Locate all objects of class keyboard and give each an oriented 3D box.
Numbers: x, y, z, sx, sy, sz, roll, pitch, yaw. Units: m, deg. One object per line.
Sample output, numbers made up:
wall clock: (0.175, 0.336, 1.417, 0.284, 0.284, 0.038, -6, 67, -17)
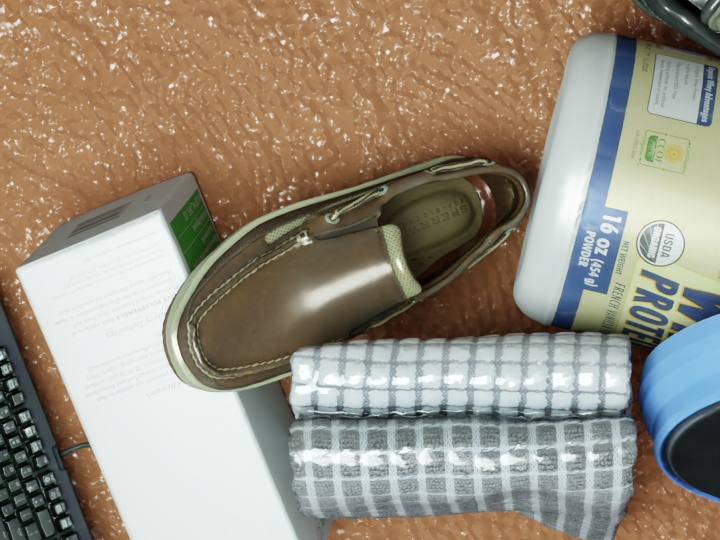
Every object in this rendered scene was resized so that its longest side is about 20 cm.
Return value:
keyboard: (-0.164, 0.099, 1.339, 0.127, 0.021, 0.201, -24, 97, -32)

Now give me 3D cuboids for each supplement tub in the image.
supplement tub: (0.183, -0.025, 1.250, 0.199, 0.144, 0.145, 13, 103, 2)

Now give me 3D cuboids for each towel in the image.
towel: (0.052, 0.085, 1.256, 0.164, 0.200, 0.086, -3, 79, 4)

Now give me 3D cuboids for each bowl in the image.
bowl: (0.228, 0.067, 1.207, 0.199, 0.201, 0.040, -2, 65, 5)

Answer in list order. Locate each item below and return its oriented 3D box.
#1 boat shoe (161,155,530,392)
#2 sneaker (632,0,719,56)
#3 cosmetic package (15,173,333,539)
boat shoe: (-0.003, -0.006, 1.253, 0.202, 0.075, 0.075, -32, 103, -28)
sneaker: (0.222, -0.127, 1.243, 0.198, 0.114, 0.077, 14, 105, 0)
cosmetic package: (-0.091, 0.065, 1.314, 0.084, 0.108, 0.201, -22, 101, 9)
